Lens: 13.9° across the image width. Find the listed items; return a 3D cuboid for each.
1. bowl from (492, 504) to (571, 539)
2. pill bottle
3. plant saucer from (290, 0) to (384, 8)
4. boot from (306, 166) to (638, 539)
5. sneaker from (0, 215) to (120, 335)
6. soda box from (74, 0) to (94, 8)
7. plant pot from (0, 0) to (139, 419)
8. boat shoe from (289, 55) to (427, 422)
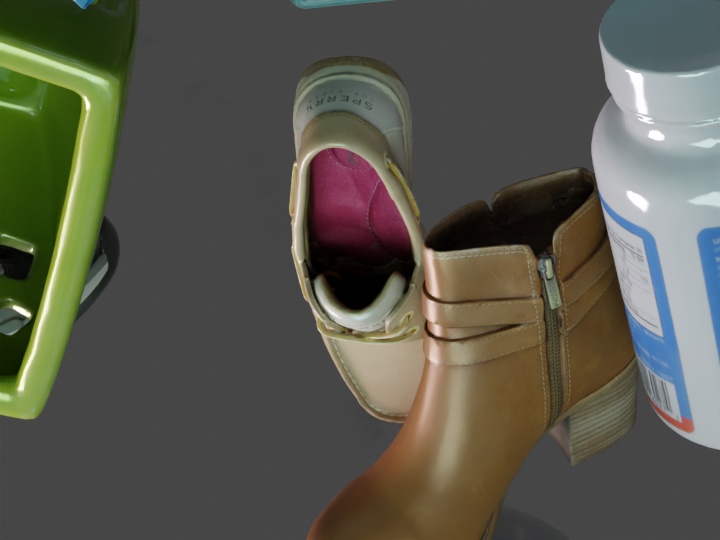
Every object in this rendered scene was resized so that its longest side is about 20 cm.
[{"bbox_3d":[0.049,0.182,1.495,0.200,0.091,0.202,5,128,6],"label":"bowl"},{"bbox_3d":[0.163,-0.028,1.294,0.112,0.113,0.201,-5,128,14],"label":"pill bottle"},{"bbox_3d":[0.057,-0.150,1.281,0.199,0.019,0.070,-4,127,14],"label":"plant saucer"},{"bbox_3d":[0.043,0.050,1.355,0.074,0.200,0.155,35,150,39],"label":"boot"},{"bbox_3d":[-0.213,0.001,1.368,0.200,0.075,0.116,-34,117,-14],"label":"sneaker"},{"bbox_3d":[-0.089,-0.193,1.155,0.064,0.200,0.068,-33,116,30],"label":"soda box"},{"bbox_3d":[-0.194,-0.084,1.273,0.198,0.182,0.201,16,128,-3],"label":"plant pot"},{"bbox_3d":[0.000,0.000,1.374,0.073,0.069,0.201,-4,127,13],"label":"boat shoe"}]
